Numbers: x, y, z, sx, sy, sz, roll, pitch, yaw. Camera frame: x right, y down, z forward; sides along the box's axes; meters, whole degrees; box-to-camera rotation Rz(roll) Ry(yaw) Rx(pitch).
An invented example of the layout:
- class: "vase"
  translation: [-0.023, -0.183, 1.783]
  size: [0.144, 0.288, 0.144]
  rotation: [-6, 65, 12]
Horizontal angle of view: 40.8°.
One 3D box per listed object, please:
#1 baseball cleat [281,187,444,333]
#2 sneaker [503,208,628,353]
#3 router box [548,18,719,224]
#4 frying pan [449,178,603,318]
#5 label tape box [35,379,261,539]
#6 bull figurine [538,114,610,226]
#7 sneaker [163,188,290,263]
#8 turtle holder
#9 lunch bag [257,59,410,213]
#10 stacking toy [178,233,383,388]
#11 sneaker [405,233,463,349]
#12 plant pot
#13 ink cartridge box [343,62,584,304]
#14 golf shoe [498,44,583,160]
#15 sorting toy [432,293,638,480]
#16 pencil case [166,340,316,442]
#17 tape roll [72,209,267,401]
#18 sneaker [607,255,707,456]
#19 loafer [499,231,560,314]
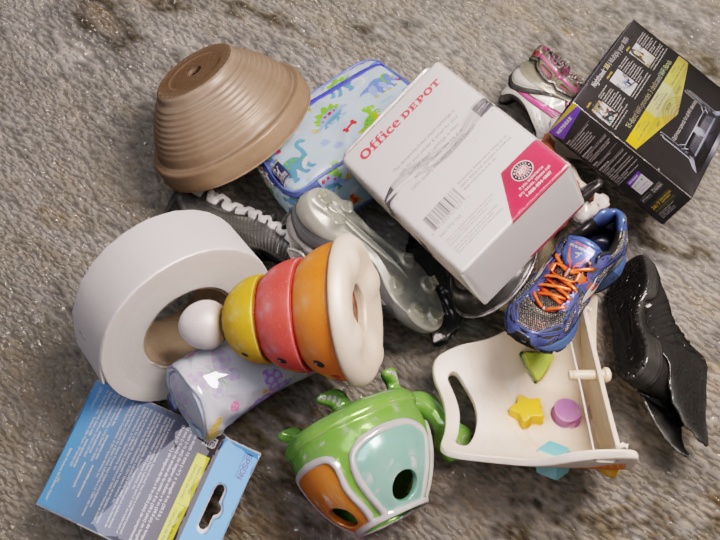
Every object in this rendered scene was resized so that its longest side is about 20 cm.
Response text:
- class: "baseball cleat"
  translation: [0.000, 0.000, 1.036]
  size: [0.200, 0.106, 0.070]
  rotation: [48, 45, -2]
- class: "sneaker"
  translation: [0.206, 0.003, 0.962]
  size: [0.075, 0.079, 0.200]
  rotation: [27, 51, 22]
- class: "router box"
  translation: [0.313, -0.167, 1.054]
  size: [0.157, 0.052, 0.200]
  rotation: [39, 51, 2]
- class: "frying pan"
  translation: [0.159, -0.019, 0.978]
  size: [0.189, 0.031, 0.116]
  rotation: [-31, 34, 37]
- class: "label tape box"
  translation: [-0.219, 0.223, 1.027]
  size: [0.198, 0.066, 0.144]
  rotation: [22, 75, 9]
- class: "bull figurine"
  translation: [0.172, -0.108, 1.049]
  size: [0.197, 0.065, 0.122]
  rotation: [5, 52, 7]
- class: "sneaker"
  translation: [-0.147, -0.034, 1.108]
  size: [0.199, 0.067, 0.091]
  rotation: [29, 80, 17]
- class: "turtle holder"
  translation: [0.016, 0.191, 0.990]
  size: [0.141, 0.185, 0.133]
  rotation: [-38, 68, 26]
- class: "lunch bag"
  translation: [-0.023, -0.148, 1.103]
  size: [0.199, 0.083, 0.161]
  rotation: [-31, 44, -6]
- class: "stacking toy"
  translation: [-0.083, 0.048, 0.945]
  size: [0.198, 0.146, 0.148]
  rotation: [-7, 70, 16]
- class: "sneaker"
  translation: [0.071, -0.021, 1.083]
  size: [0.104, 0.060, 0.201]
  rotation: [-30, 75, -10]
- class: "plant pot"
  translation: [-0.163, -0.190, 1.092]
  size: [0.199, 0.093, 0.202]
  rotation: [-20, 38, 16]
- class: "ink cartridge box"
  translation: [0.099, -0.091, 0.969]
  size: [0.145, 0.083, 0.200]
  rotation: [-45, 56, 1]
- class: "golf shoe"
  translation: [0.246, -0.160, 1.118]
  size: [0.092, 0.072, 0.201]
  rotation: [-44, 75, 23]
- class: "sorting toy"
  translation: [0.165, 0.132, 0.977]
  size: [0.178, 0.108, 0.201]
  rotation: [-3, 47, 1]
- class: "pencil case"
  translation: [-0.104, 0.096, 1.017]
  size: [0.199, 0.083, 0.091]
  rotation: [-30, 98, -27]
- class: "tape roll"
  translation: [-0.194, 0.039, 1.008]
  size: [0.202, 0.203, 0.071]
  rotation: [-39, 57, -8]
- class: "sneaker"
  translation: [0.317, 0.084, 1.016]
  size: [0.104, 0.060, 0.201]
  rotation: [33, 44, -20]
- class: "loafer"
  translation: [0.181, -0.032, 1.075]
  size: [0.075, 0.069, 0.201]
  rotation: [15, 58, 16]
